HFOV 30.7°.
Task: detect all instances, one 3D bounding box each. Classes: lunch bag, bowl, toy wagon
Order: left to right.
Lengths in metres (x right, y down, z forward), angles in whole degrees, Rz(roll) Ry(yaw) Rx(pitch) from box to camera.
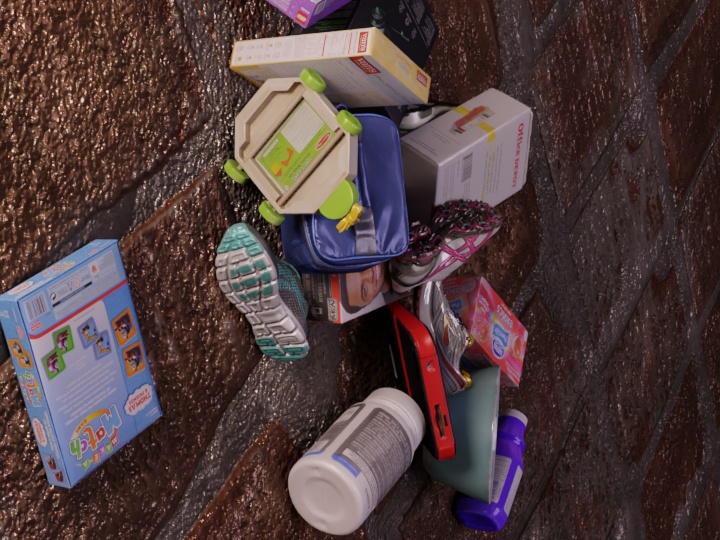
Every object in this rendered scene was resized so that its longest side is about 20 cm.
[{"bbox_3d":[-0.063,-0.124,1.498,0.200,0.155,0.039,50,20,18],"label":"toy wagon"},{"bbox_3d":[-0.019,-0.100,1.586,0.134,0.132,0.203,-5,84,-24],"label":"lunch bag"},{"bbox_3d":[0.148,0.236,1.929,0.201,0.103,0.204,4,90,-81],"label":"bowl"}]

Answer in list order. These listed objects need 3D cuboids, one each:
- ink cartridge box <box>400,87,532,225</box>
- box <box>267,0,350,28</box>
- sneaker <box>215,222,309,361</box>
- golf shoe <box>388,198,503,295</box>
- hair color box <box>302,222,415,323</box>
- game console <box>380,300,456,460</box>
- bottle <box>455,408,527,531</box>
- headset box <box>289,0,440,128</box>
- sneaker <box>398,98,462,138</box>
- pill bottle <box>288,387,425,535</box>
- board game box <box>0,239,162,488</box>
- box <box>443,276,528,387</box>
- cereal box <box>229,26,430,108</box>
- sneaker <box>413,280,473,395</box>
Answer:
[{"bbox_3d":[0.146,-0.150,1.869,0.199,0.083,0.147,-31,140,-33],"label":"ink cartridge box"},{"bbox_3d":[-0.062,-0.371,1.566,0.200,0.136,0.039,-42,166,-49],"label":"box"},{"bbox_3d":[-0.113,0.013,1.570,0.092,0.076,0.202,-77,154,-46],"label":"sneaker"},{"bbox_3d":[0.113,-0.034,1.790,0.198,0.073,0.093,-24,141,-34],"label":"golf shoe"},{"bbox_3d":[0.000,0.000,1.748,0.199,0.061,0.103,-21,110,-56],"label":"hair color box"},{"bbox_3d":[0.078,0.147,1.807,0.031,0.177,0.203,-16,111,-11],"label":"game console"},{"bbox_3d":[0.217,0.317,2.100,0.066,0.083,0.202,58,44,-41],"label":"bottle"},{"bbox_3d":[0.007,-0.304,1.716,0.175,0.092,0.202,55,47,-45],"label":"headset box"},{"bbox_3d":[0.093,-0.200,1.900,0.199,0.076,0.090,-15,116,-52],"label":"sneaker"},{"bbox_3d":[0.001,0.243,1.710,0.200,0.112,0.115,-41,125,-50],"label":"pill bottle"},{"bbox_3d":[-0.278,0.091,1.317,0.151,0.036,0.203,-38,122,-52],"label":"board game box"},{"bbox_3d":[0.169,0.095,1.992,0.200,0.101,0.096,46,51,-51],"label":"box"},{"bbox_3d":[-0.034,-0.234,1.549,0.143,0.198,0.040,30,66,-56],"label":"cereal box"},{"bbox_3d":[0.117,0.078,1.860,0.078,0.081,0.203,-95,179,-78],"label":"sneaker"}]
